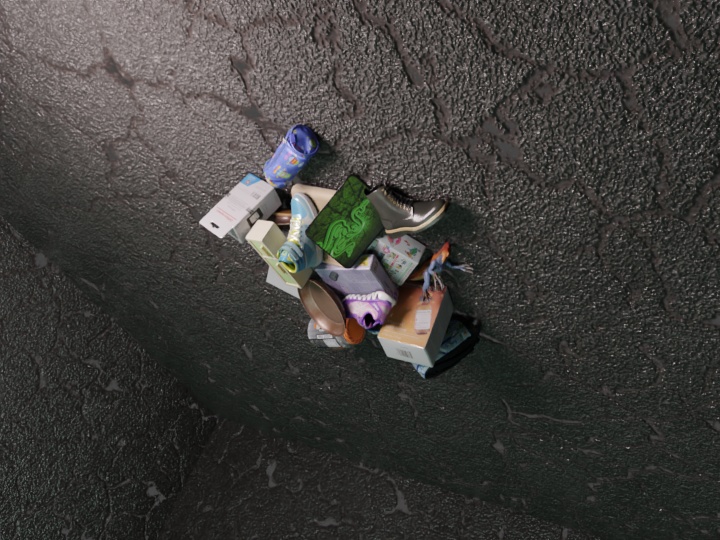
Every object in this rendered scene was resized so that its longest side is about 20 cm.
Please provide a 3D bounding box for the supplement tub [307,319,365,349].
[{"bbox_3d":[-0.081,0.205,2.074,0.196,0.125,0.123,-9,135,45],"label":"supplement tub"}]

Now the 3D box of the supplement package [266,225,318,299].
[{"bbox_3d":[-0.182,-0.028,1.798,0.152,0.113,0.202,26,143,1],"label":"supplement package"}]

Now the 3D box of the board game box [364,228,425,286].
[{"bbox_3d":[0.059,-0.059,1.624,0.196,0.065,0.148,31,151,-2],"label":"board game box"}]

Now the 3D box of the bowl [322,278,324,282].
[{"bbox_3d":[-0.049,0.079,1.888,0.195,0.096,0.203,21,149,13],"label":"bowl"}]

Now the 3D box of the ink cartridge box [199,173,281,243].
[{"bbox_3d":[-0.322,-0.155,1.625,0.114,0.200,0.067,30,157,34],"label":"ink cartridge box"}]

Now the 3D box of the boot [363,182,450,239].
[{"bbox_3d":[0.103,-0.161,1.433,0.197,0.078,0.140,-21,114,42],"label":"boot"}]

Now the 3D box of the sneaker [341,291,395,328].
[{"bbox_3d":[0.009,0.118,1.678,0.080,0.091,0.197,33,151,-33],"label":"sneaker"}]

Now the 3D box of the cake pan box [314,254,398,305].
[{"bbox_3d":[-0.006,0.031,1.680,0.179,0.054,0.201,1,147,32],"label":"cake pan box"}]

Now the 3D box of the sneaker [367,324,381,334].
[{"bbox_3d":[0.104,0.191,1.951,0.196,0.077,0.088,-5,138,44],"label":"sneaker"}]

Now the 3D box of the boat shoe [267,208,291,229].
[{"bbox_3d":[-0.246,-0.144,1.715,0.196,0.069,0.073,11,108,42],"label":"boat shoe"}]

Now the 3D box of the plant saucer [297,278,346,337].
[{"bbox_3d":[-0.104,0.099,1.734,0.198,0.036,0.204,37,148,27],"label":"plant saucer"}]

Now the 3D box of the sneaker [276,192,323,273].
[{"bbox_3d":[-0.167,-0.089,1.561,0.078,0.129,0.207,5,114,42],"label":"sneaker"}]

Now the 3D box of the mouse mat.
[{"bbox_3d":[-0.026,-0.120,1.520,0.160,0.008,0.201,37,105,-20],"label":"mouse mat"}]

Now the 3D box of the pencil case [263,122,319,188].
[{"bbox_3d":[-0.174,-0.275,1.468,0.084,0.081,0.199,7,159,-28],"label":"pencil case"}]

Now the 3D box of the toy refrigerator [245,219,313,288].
[{"bbox_3d":[-0.218,-0.040,1.626,0.074,0.071,0.201,12,148,42],"label":"toy refrigerator"}]

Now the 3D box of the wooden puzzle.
[{"bbox_3d":[-0.096,-0.123,1.603,0.181,0.046,0.206,15,122,38],"label":"wooden puzzle"}]

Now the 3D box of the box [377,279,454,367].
[{"bbox_3d":[0.160,0.146,1.712,0.148,0.204,0.107,8,148,29],"label":"box"}]

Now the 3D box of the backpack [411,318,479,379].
[{"bbox_3d":[0.237,0.233,1.785,0.153,0.200,0.165,40,154,15],"label":"backpack"}]

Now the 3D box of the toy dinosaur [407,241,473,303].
[{"bbox_3d":[0.188,-0.007,1.582,0.196,0.104,0.186,26,132,28],"label":"toy dinosaur"}]
